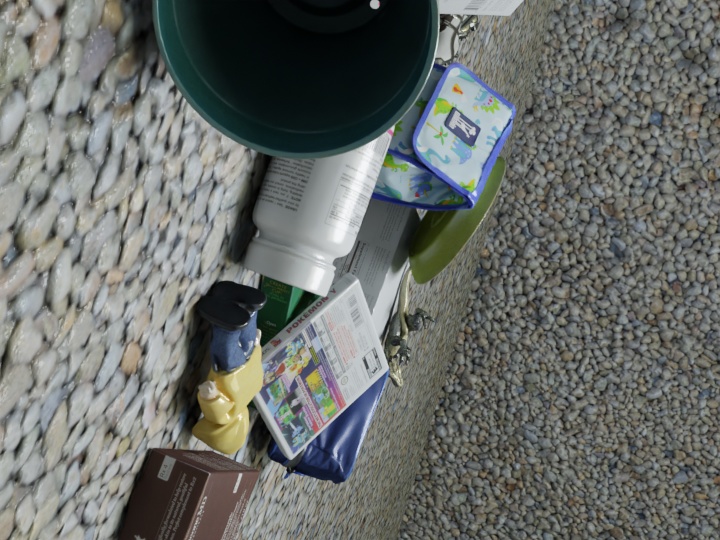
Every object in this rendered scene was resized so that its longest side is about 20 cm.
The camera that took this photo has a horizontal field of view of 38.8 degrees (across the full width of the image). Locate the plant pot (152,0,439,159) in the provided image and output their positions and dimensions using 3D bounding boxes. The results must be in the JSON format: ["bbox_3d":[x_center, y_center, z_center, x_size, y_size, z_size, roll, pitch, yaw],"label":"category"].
[{"bbox_3d":[-0.036,-0.214,0.778,0.188,0.198,0.201,-79,-179,-60],"label":"plant pot"}]

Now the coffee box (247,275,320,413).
[{"bbox_3d":[-0.092,0.064,1.267,0.123,0.044,0.201,-48,155,-57],"label":"coffee box"}]

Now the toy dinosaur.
[{"bbox_3d":[0.063,0.079,1.425,0.088,0.047,0.201,-128,-132,-67],"label":"toy dinosaur"}]

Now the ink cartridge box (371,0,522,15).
[{"bbox_3d":[0.101,-0.338,1.055,0.145,0.199,0.084,-41,-120,56],"label":"ink cartridge box"}]

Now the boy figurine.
[{"bbox_3d":[-0.139,0.109,1.085,0.124,0.064,0.201,-56,161,-52],"label":"boy figurine"}]

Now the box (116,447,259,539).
[{"bbox_3d":[-0.179,0.251,1.104,0.200,0.074,0.101,43,67,-75],"label":"box"}]

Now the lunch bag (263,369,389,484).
[{"bbox_3d":[-0.058,0.201,1.431,0.136,0.132,0.201,123,-10,-71],"label":"lunch bag"}]

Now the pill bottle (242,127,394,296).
[{"bbox_3d":[-0.047,-0.082,1.079,0.113,0.113,0.201,29,81,-78],"label":"pill bottle"}]

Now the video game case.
[{"bbox_3d":[-0.052,0.122,1.266,0.182,0.023,0.201,-41,144,-18],"label":"video game case"}]

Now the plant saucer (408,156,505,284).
[{"bbox_3d":[0.119,-0.074,1.351,0.201,0.031,0.200,-55,-169,16],"label":"plant saucer"}]

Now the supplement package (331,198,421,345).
[{"bbox_3d":[0.000,0.000,1.420,0.156,0.110,0.201,49,62,-76],"label":"supplement package"}]

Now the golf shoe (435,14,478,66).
[{"bbox_3d":[0.112,-0.362,1.493,0.200,0.077,0.095,-60,147,-47],"label":"golf shoe"}]

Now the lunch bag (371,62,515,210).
[{"bbox_3d":[0.080,-0.173,1.299,0.128,0.199,0.171,90,23,-58],"label":"lunch bag"}]
